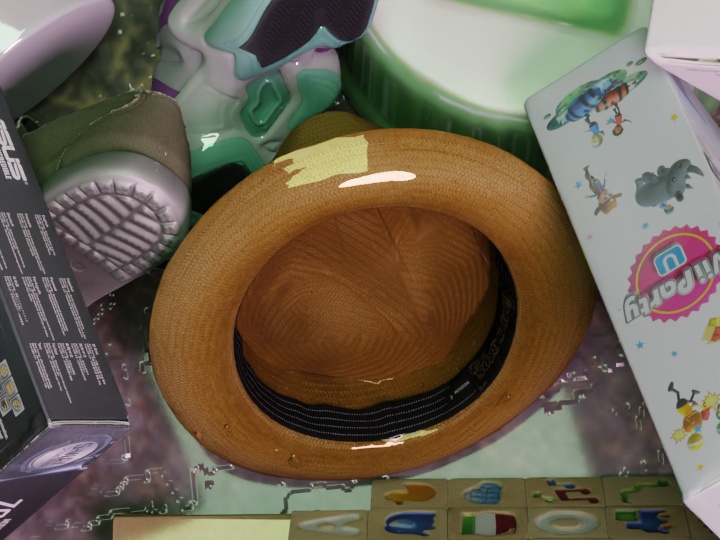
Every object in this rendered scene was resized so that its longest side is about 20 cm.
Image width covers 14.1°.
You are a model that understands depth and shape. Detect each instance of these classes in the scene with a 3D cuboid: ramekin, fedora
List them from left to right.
[{"bbox_3d":[0.000,0.000,1.199,0.199,0.201,0.082,-16,47,-1],"label":"fedora"},{"bbox_3d":[0.076,-0.137,1.240,0.199,0.098,0.201,0,81,2],"label":"ramekin"}]

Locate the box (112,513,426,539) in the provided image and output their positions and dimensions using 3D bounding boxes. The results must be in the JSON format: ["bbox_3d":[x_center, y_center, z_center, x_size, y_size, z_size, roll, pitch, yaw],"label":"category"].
[{"bbox_3d":[-0.006,0.183,1.228,0.199,0.021,0.165,-1,80,2],"label":"box"}]

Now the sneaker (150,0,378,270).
[{"bbox_3d":[-0.061,-0.106,1.231,0.077,0.200,0.140,1,48,-32],"label":"sneaker"}]

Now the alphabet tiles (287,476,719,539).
[{"bbox_3d":[0.068,0.117,1.172,0.199,0.167,0.006,-1,108,2],"label":"alphabet tiles"}]

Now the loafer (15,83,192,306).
[{"bbox_3d":[-0.134,-0.019,1.209,0.075,0.199,0.070,41,48,-29],"label":"loafer"}]

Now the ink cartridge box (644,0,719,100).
[{"bbox_3d":[0.207,-0.125,1.178,0.084,0.200,0.147,4,80,35],"label":"ink cartridge box"}]

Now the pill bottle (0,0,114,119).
[{"bbox_3d":[-0.202,-0.159,1.244,0.116,0.116,0.200,-40,81,-5],"label":"pill bottle"}]

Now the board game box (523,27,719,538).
[{"bbox_3d":[0.147,0.025,1.144,0.064,0.148,0.201,-31,51,13],"label":"board game box"}]

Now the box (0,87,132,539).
[{"bbox_3d":[-0.186,0.016,1.161,0.160,0.043,0.201,-41,62,34],"label":"box"}]
